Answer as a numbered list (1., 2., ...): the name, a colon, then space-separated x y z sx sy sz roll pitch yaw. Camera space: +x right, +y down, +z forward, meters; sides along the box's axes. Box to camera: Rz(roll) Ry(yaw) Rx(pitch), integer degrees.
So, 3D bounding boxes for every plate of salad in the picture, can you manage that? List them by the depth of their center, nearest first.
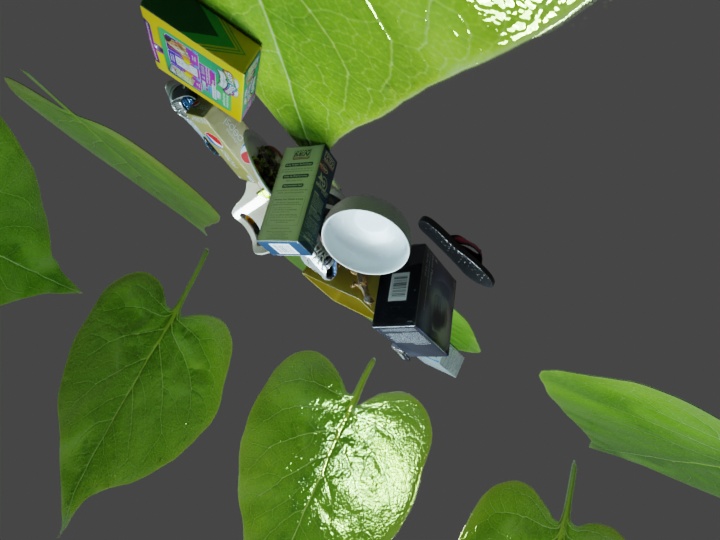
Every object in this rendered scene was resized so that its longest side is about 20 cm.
1. plate of salad: -0.173 -0.207 1.097 0.203 0.047 0.201 58 -167 -21

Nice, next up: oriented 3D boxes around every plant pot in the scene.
1. plant pot: 0.000 0.000 1.396 0.196 0.180 0.200 22 166 32

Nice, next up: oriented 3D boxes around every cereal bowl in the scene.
1. cereal bowl: 0.017 -0.086 1.130 0.193 0.085 0.203 9 142 7

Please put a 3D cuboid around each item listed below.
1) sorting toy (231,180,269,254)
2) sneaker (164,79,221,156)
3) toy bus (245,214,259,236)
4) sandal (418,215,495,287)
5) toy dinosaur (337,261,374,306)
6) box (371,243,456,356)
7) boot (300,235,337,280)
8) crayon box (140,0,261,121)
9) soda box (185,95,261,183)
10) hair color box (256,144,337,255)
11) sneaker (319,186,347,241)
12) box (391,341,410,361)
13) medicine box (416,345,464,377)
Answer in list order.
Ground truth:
1. sorting toy: -0.226 -0.129 1.294 0.177 0.107 0.204 -26 100 27
2. sneaker: -0.339 -0.331 1.132 0.086 0.075 0.201 42 174 37
3. toy bus: -0.183 -0.137 1.425 0.195 0.139 0.192 25 -174 11
4. sandal: 0.201 -0.046 1.062 0.200 0.045 0.075 44 164 3
5. toy dinosaur: 0.004 -0.007 1.256 0.104 0.206 0.060 26 143 -30
6. box: 0.136 0.076 1.267 0.120 0.206 0.198 -5 152 32
7. boot: -0.094 -0.048 1.177 0.095 0.074 0.201 38 167 18
8. crayon box: -0.249 -0.342 0.851 0.169 0.060 0.200 31 169 -11
9. soda box: -0.271 -0.278 1.113 0.063 0.069 0.201 21 160 34
10. hair color box: -0.117 -0.133 1.004 0.097 0.206 0.060 2 158 29
11. sneaker: -0.030 -0.095 1.225 0.197 0.114 0.073 31 170 -9
12. box: 0.166 0.171 1.655 0.048 0.205 0.162 22 168 17
13. medicine box: 0.331 0.362 2.324 0.179 0.105 0.200 20 165 41
